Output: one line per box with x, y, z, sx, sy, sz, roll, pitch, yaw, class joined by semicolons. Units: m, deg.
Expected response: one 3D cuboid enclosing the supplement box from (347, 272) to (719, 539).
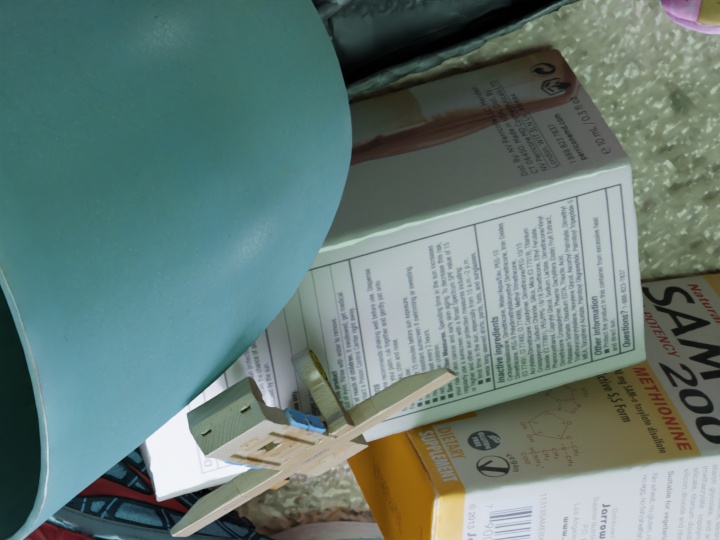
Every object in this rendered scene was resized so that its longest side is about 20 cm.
0.105;0.068;1.173;0.199;0.126;0.074;-7;123;-15;supplement box

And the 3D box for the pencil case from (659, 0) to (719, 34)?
0.136;-0.185;1.006;0.086;0.083;0.201;3;109;28;pencil case

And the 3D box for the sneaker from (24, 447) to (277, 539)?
-0.083;0.093;1.141;0.199;0.096;0.079;11;151;-15;sneaker

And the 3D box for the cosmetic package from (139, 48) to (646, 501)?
0.000;0.000;1.115;0.199;0.087;0.104;-15;129;-10;cosmetic package

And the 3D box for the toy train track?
-0.030;0.049;1.003;0.115;0.033;0.200;-31;171;5;toy train track

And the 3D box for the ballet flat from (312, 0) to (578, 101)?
0.039;-0.101;1.079;0.200;0.057;0.067;-27;128;0;ballet flat

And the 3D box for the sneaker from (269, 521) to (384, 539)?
-0.051;0.162;1.209;0.199;0.080;0.072;-10;130;-13;sneaker

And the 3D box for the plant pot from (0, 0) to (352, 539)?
-0.101;-0.038;0.933;0.161;0.200;0.201;-32;133;-31;plant pot
